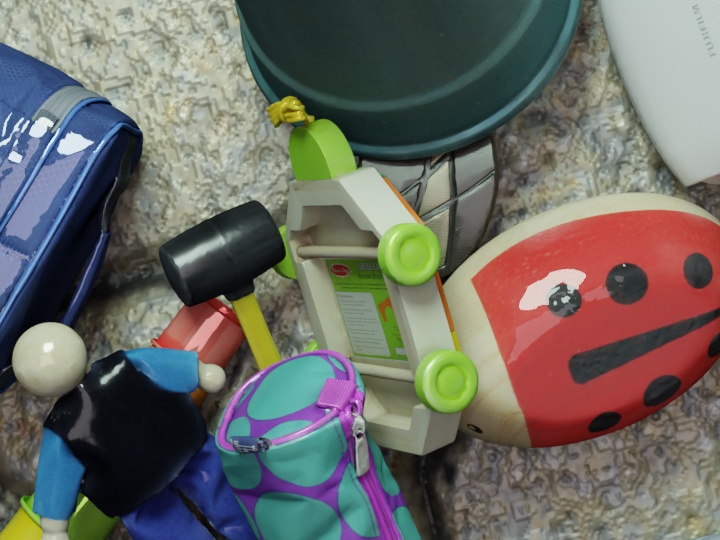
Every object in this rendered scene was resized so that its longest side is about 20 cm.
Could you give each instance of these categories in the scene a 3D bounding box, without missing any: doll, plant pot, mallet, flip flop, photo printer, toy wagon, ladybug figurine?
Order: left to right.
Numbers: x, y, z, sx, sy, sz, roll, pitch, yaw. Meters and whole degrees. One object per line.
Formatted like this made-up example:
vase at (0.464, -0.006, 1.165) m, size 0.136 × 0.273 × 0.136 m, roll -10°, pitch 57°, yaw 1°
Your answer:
doll at (-0.120, 0.107, 1.020) m, size 0.136 × 0.048 × 0.200 m, roll -42°, pitch 118°, yaw -11°
mallet at (-0.056, 0.064, 1.044) m, size 0.066 × 0.041 × 0.201 m, roll -19°, pitch 104°, yaw -17°
toy wagon at (0.000, 0.000, 1.007) m, size 0.039 × 0.155 × 0.201 m, roll -20°, pitch 100°, yaw -24°
plant pot at (0.004, -0.184, 0.965) m, size 0.200 × 0.196 × 0.201 m, roll -4°, pitch 72°, yaw 14°
flip flop at (0.034, -0.090, 1.066) m, size 0.081 × 0.058 × 0.201 m, roll -10°, pitch 74°, yaw 7°
ladybug figurine at (0.129, 0.032, 1.030) m, size 0.200 × 0.072 × 0.136 m, roll -25°, pitch 113°, yaw -3°
photo printer at (0.211, -0.138, 0.993) m, size 0.069 × 0.200 × 0.167 m, roll -20°, pitch 89°, yaw -35°

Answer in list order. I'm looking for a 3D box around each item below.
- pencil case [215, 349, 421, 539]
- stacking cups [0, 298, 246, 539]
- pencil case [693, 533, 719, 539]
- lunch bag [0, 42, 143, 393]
pencil case at (-0.005, 0.148, 1.017) m, size 0.092 × 0.085 × 0.200 m, roll -4°, pitch 119°, yaw 42°
stacking cups at (-0.136, 0.101, 1.074) m, size 0.060 × 0.061 × 0.200 m, roll 37°, pitch 86°, yaw 3°
pencil case at (0.223, 0.241, 1.034) m, size 0.090 × 0.083 × 0.201 m, roll -11°, pitch 88°, yaw -14°
lunch bag at (-0.208, -0.019, 1.033) m, size 0.132 × 0.136 × 0.200 m, roll 28°, pitch 92°, yaw 3°
